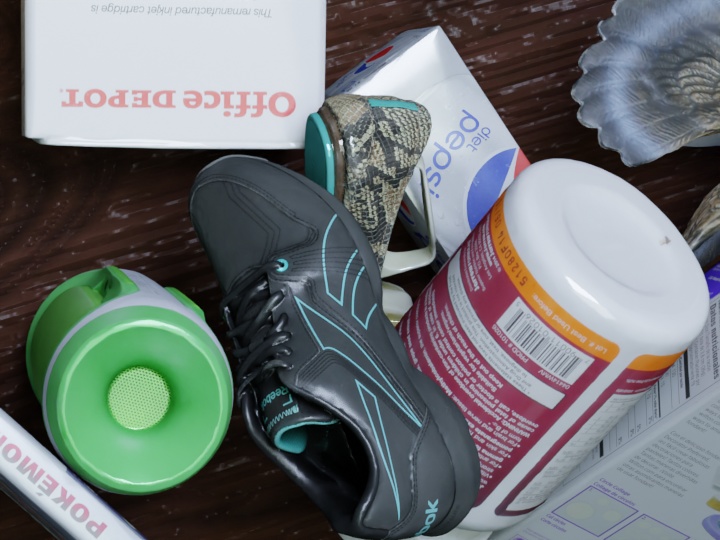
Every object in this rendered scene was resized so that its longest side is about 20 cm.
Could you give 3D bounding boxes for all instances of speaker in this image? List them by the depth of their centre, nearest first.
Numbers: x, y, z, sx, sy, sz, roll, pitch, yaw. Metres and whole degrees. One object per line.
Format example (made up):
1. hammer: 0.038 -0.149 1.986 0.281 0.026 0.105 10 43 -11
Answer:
1. speaker: -0.110 0.047 0.943 0.087 0.200 0.090 -1 95 -12

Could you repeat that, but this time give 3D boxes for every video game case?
1. video game case: -0.149 0.100 0.939 0.182 0.200 0.023 44 77 -12

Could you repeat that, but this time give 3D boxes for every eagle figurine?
1. eagle figurine: 0.211 -0.070 0.986 0.198 0.151 0.154 -8 82 18

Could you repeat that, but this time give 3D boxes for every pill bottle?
1. pill bottle: 0.065 0.052 0.959 0.109 0.110 0.200 30 125 -13

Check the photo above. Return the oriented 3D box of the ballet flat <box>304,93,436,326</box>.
1. ballet flat: 0.000 0.000 0.994 0.075 0.068 0.201 -5 132 -20

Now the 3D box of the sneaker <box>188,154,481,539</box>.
1. sneaker: -0.023 0.032 0.903 0.075 0.079 0.201 -47 70 36

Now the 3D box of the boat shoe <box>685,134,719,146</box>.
1. boat shoe: 0.243 -0.116 1.065 0.198 0.070 0.067 -7 135 -5

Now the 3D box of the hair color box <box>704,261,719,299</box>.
1. hair color box: 0.263 0.016 1.091 0.199 0.065 0.110 -38 101 -8

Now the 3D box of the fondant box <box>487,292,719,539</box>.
1. fondant box: 0.172 0.104 1.008 0.143 0.200 0.059 27 46 -24

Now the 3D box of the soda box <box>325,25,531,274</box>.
1. soda box: 0.063 -0.025 1.042 0.063 0.068 0.201 -36 100 -7

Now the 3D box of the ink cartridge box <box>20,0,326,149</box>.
1. ink cartridge box: -0.092 -0.161 0.988 0.144 0.084 0.202 0 94 -12
